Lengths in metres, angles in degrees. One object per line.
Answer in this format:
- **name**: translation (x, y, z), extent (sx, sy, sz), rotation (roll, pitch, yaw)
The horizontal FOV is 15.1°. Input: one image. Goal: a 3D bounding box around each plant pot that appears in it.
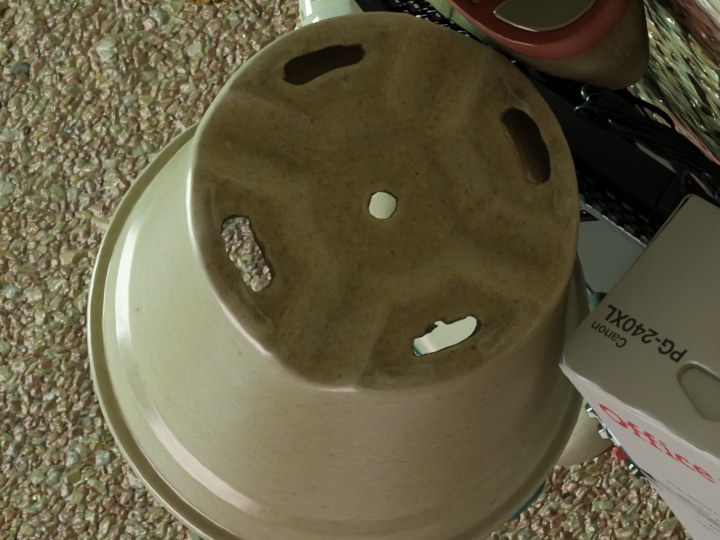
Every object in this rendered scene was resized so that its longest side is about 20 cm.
- **plant pot**: translation (0.000, 0.000, 0.979), extent (0.201, 0.200, 0.184), rotation (49, 167, 7)

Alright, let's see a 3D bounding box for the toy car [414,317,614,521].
- **toy car**: translation (0.131, 0.027, 1.644), extent (0.177, 0.185, 0.200), rotation (49, -151, 19)

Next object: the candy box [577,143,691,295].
- **candy box**: translation (0.084, -0.061, 1.298), extent (0.168, 0.071, 0.200), rotation (49, 180, -13)

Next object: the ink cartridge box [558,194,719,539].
- **ink cartridge box**: translation (0.177, 0.079, 0.970), extent (0.145, 0.083, 0.200), rotation (32, 168, 41)

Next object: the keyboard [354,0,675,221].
- **keyboard**: translation (0.052, -0.083, 1.111), extent (0.104, 0.040, 0.200), rotation (-9, 134, 43)

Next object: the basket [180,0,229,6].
- **basket**: translation (-0.088, -0.205, 1.170), extent (0.200, 0.143, 0.149), rotation (49, 180, 22)

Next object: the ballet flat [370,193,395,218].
- **ballet flat**: translation (0.006, -0.059, 1.223), extent (0.070, 0.069, 0.200), rotation (49, 177, -13)

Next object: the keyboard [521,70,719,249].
- **keyboard**: translation (0.121, -0.021, 1.034), extent (0.200, 0.021, 0.127), rotation (35, 165, 21)

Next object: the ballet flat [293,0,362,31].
- **ballet flat**: translation (-0.012, -0.148, 1.461), extent (0.200, 0.075, 0.064), rotation (-99, -14, -59)

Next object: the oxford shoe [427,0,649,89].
- **oxford shoe**: translation (0.026, -0.127, 0.954), extent (0.200, 0.070, 0.075), rotation (49, -177, 31)

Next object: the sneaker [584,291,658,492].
- **sneaker**: translation (0.179, 0.064, 1.185), extent (0.200, 0.096, 0.079), rotation (39, -158, -8)
